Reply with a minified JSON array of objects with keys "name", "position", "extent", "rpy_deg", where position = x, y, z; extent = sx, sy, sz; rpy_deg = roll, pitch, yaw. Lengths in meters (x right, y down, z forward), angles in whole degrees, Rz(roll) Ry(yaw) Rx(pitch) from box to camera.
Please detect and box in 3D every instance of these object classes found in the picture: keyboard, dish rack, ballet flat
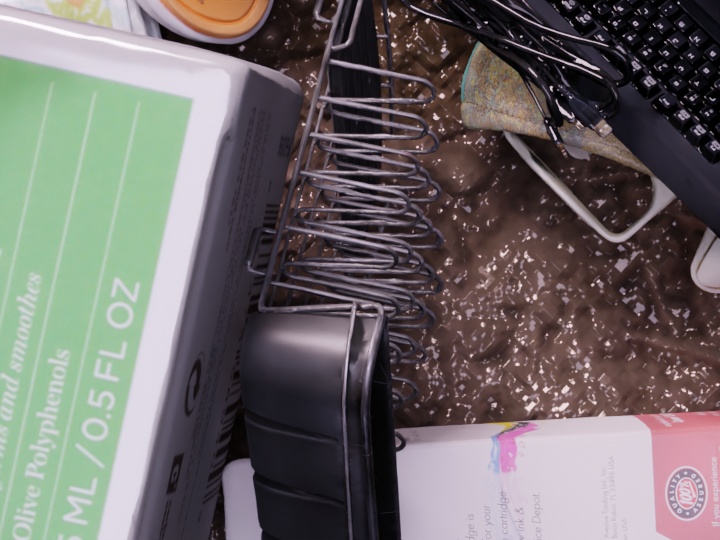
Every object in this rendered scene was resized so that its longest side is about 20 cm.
[{"name":"keyboard","position":[0.093,-0.092,1.041],"extent":[0.104,0.040,0.200],"rpy_deg":[-36,72,-29]},{"name":"dish rack","position":[0.000,0.000,1.005],"extent":[0.054,0.154,0.201],"rpy_deg":[8,54,8]},{"name":"ballet flat","position":[0.126,-0.031,1.080],"extent":[0.199,0.071,0.071],"rpy_deg":[31,92,3]}]

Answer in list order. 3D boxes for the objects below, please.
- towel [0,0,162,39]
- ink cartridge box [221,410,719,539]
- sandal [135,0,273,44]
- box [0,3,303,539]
[{"name":"towel","position":[-0.156,-0.014,1.085],"extent":[0.199,0.048,0.172],"rpy_deg":[-14,91,0]},{"name":"ink cartridge box","position":[0.049,0.118,1.086],"extent":[0.198,0.067,0.117],"rpy_deg":[-2,93,-2]},{"name":"sandal","position":[-0.051,-0.189,1.054],"extent":[0.079,0.059,0.208],"rpy_deg":[-2,94,-38]},{"name":"box","position":[-0.127,0.011,0.960],"extent":[0.170,0.200,0.200],"rpy_deg":[13,92,4]}]
